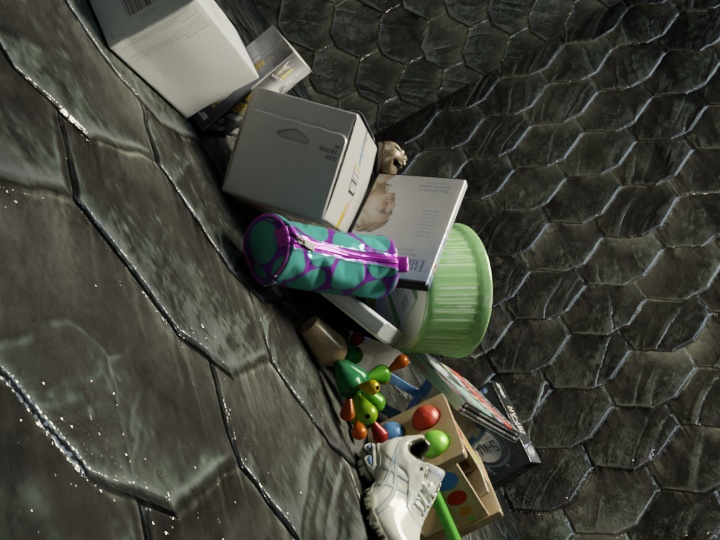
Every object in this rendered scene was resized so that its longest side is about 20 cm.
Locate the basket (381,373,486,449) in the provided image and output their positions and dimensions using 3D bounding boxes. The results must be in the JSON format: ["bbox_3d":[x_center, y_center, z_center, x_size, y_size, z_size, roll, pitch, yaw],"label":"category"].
[{"bbox_3d":[0.100,0.236,1.358,0.200,0.139,0.176,34,12,-5],"label":"basket"}]

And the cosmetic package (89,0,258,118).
[{"bbox_3d":[-0.210,-0.269,0.944,0.081,0.113,0.200,64,5,15],"label":"cosmetic package"}]

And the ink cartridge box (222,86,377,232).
[{"bbox_3d":[-0.076,-0.140,1.114,0.200,0.147,0.145,29,78,-79],"label":"ink cartridge box"}]

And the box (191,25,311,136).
[{"bbox_3d":[-0.152,-0.258,1.138,0.048,0.158,0.200,51,6,-4],"label":"box"}]

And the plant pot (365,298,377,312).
[{"bbox_3d":[0.067,-0.025,1.387,0.200,0.199,0.177,-164,-119,-71],"label":"plant pot"}]

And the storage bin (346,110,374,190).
[{"bbox_3d":[-0.062,-0.158,1.394,0.135,0.199,0.146,70,-1,-47],"label":"storage bin"}]

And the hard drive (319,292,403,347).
[{"bbox_3d":[-0.035,0.030,1.125,0.200,0.026,0.132,38,-1,18],"label":"hard drive"}]

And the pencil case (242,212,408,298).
[{"bbox_3d":[-0.042,-0.014,0.994,0.200,0.092,0.085,8,73,-43],"label":"pencil case"}]

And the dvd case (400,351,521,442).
[{"bbox_3d":[0.158,0.191,1.259,0.200,0.022,0.146,36,6,-48],"label":"dvd case"}]

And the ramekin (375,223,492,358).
[{"bbox_3d":[0.099,0.029,1.192,0.200,0.097,0.201,180,-90,-66],"label":"ramekin"}]

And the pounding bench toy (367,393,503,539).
[{"bbox_3d":[0.103,0.292,1.093,0.156,0.124,0.200,59,7,-29],"label":"pounding bench toy"}]

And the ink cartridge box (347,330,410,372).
[{"bbox_3d":[0.044,0.115,1.391,0.200,0.116,0.068,-79,147,-80],"label":"ink cartridge box"}]

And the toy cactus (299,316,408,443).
[{"bbox_3d":[-0.011,0.127,1.078,0.165,0.102,0.200,50,19,-20],"label":"toy cactus"}]

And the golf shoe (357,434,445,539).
[{"bbox_3d":[0.055,0.263,0.959,0.200,0.097,0.078,-104,167,-59],"label":"golf shoe"}]

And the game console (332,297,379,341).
[{"bbox_3d":[0.000,0.000,1.286,0.116,0.176,0.200,30,-7,-17],"label":"game console"}]

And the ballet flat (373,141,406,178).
[{"bbox_3d":[0.044,-0.158,1.289,0.200,0.046,0.068,99,-9,-79],"label":"ballet flat"}]

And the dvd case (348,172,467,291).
[{"bbox_3d":[0.055,-0.060,1.138,0.018,0.142,0.200,70,35,-47],"label":"dvd case"}]

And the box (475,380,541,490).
[{"bbox_3d":[0.197,0.315,1.439,0.043,0.200,0.161,20,39,-50],"label":"box"}]
